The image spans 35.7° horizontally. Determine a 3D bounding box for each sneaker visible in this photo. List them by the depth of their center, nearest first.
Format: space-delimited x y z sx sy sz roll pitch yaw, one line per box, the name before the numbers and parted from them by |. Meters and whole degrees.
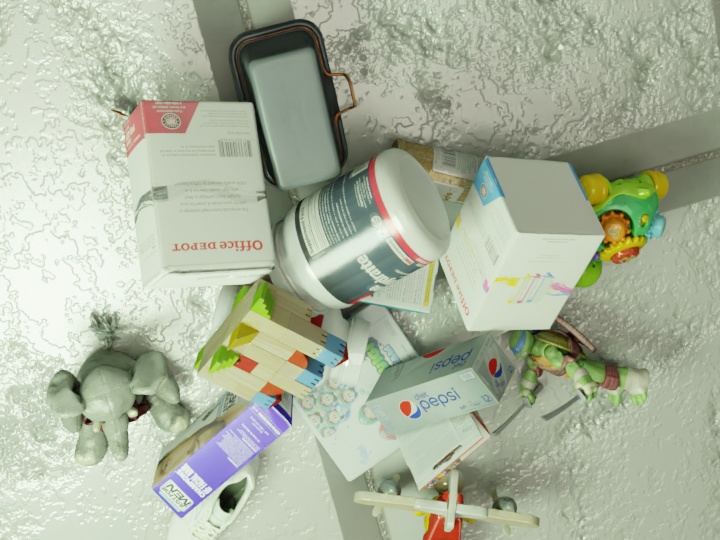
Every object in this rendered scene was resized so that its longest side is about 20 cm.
sneaker | -0.205 0.331 1.527 0.070 0.080 0.202 30 101 -16

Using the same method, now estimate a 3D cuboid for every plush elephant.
plush elephant | -0.313 0.168 1.424 0.162 0.155 0.204 -13 108 -4

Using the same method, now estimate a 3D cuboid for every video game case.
video game case | 0.004 0.164 1.537 0.181 0.024 0.201 -34 108 3

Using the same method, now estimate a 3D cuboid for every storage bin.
storage bin | -0.074 -0.195 1.368 0.143 0.135 0.204 -14 108 -3

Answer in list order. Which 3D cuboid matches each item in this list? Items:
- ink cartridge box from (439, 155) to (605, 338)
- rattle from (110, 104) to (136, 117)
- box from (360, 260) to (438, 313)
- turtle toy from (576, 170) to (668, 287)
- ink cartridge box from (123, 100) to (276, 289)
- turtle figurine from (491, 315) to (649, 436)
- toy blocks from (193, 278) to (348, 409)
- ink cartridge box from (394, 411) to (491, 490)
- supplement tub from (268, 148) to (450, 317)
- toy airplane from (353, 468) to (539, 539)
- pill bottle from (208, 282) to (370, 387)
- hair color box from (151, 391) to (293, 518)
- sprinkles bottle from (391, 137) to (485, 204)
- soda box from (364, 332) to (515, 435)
ink cartridge box | 0.192 -0.022 1.397 0.123 0.130 0.202 0 138 -21
rattle | -0.216 -0.123 1.405 0.140 0.130 0.203 -17 81 -14
box | 0.000 0.000 1.466 0.196 0.049 0.084 11 85 -11
turtle toy | 0.316 -0.051 1.458 0.143 0.200 0.103 -6 68 -30
ink cartridge box | -0.187 -0.086 1.295 0.143 0.085 0.204 -3 77 -29
turtle figurine | 0.282 0.167 1.518 0.190 0.203 0.145 13 138 -15
toy blocks | -0.101 0.098 1.334 0.135 0.101 0.200 28 134 -17
ink cartridge box | 0.108 0.219 1.449 0.109 0.200 0.050 -40 109 5
supplement tub | -0.004 -0.041 1.333 0.198 0.141 0.141 -28 109 24
toy airplane | 0.117 0.325 1.539 0.197 0.143 0.200 -27 126 34
pill bottle | -0.091 0.085 1.442 0.196 0.112 0.114 13 104 -2
hair color box | -0.180 0.221 1.473 0.199 0.110 0.065 -42 106 11
sprinkles bottle | 0.133 -0.119 1.452 0.196 0.068 0.070 12 104 -10
soda box | 0.100 0.148 1.441 0.198 0.069 0.064 -24 113 44
